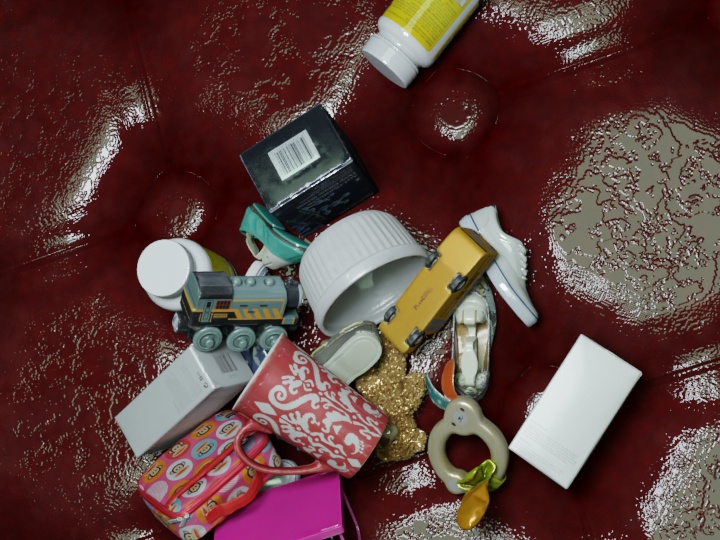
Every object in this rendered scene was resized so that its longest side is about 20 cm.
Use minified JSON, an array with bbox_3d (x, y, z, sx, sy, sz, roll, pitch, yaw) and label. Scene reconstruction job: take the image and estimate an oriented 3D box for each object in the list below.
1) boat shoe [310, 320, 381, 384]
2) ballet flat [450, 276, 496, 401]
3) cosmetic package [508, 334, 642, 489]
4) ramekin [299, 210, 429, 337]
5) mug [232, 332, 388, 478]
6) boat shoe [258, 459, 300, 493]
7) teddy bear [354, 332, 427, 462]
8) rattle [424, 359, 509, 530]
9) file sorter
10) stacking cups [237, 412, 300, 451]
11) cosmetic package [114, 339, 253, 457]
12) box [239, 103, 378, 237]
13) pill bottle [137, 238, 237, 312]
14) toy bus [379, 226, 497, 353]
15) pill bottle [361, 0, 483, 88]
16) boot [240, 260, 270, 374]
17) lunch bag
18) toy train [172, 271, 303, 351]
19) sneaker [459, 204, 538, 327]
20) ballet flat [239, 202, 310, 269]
[{"bbox_3d":[-0.048,0.150,1.649,0.201,0.061,0.072,-38,114,20],"label":"boat shoe"},{"bbox_3d":[0.171,0.098,1.639,0.071,0.072,0.203,0,80,12],"label":"ballet flat"},{"bbox_3d":[0.315,0.207,1.580,0.107,0.085,0.201,34,88,15],"label":"cosmetic package"},{"bbox_3d":[0.000,0.000,1.633,0.199,0.200,0.106,-35,66,4],"label":"ramekin"},{"bbox_3d":[-0.080,0.218,1.576,0.199,0.134,0.178,34,115,-3],"label":"mug"},{"bbox_3d":[-0.188,0.353,1.677,0.198,0.065,0.074,-28,75,7],"label":"boat shoe"},{"bbox_3d":[0.037,0.192,1.654,0.143,0.067,0.203,2,80,15],"label":"teddy bear"},{"bbox_3d":[0.132,0.250,1.564,0.129,0.142,0.202,-3,108,40],"label":"rattle"},{"bbox_3d":[-0.103,0.410,1.597,0.198,0.139,0.127,-19,114,6],"label":"file sorter"},{"bbox_3d":[-0.100,0.252,1.686,0.198,0.060,0.061,23,86,20],"label":"stacking cups"},{"bbox_3d":[-0.273,0.198,1.669,0.200,0.112,0.082,-39,74,24],"label":"cosmetic package"},{"bbox_3d":[-0.075,-0.150,1.668,0.147,0.200,0.108,-31,76,6],"label":"box"},{"bbox_3d":[-0.271,0.013,1.684,0.111,0.200,0.114,-2,79,12],"label":"pill bottle"},{"bbox_3d":[0.115,0.031,1.617,0.065,0.078,0.201,44,108,22],"label":"toy bus"},{"bbox_3d":[0.099,-0.399,1.716,0.114,0.114,0.201,39,90,16],"label":"pill bottle"},{"bbox_3d":[-0.156,0.092,1.716,0.089,0.073,0.203,16,94,13],"label":"boot"},{"bbox_3d":[-0.221,0.312,1.620,0.200,0.083,0.175,-39,33,-24],"label":"lunch bag"},{"bbox_3d":[-0.179,0.058,1.606,0.198,0.115,0.086,1,38,-25],"label":"toy train"},{"bbox_3d":[0.226,-0.012,1.643,0.070,0.073,0.201,-31,75,9],"label":"sneaker"},{"bbox_3d":[-0.136,-0.041,1.700,0.200,0.067,0.071,40,106,53],"label":"ballet flat"}]
